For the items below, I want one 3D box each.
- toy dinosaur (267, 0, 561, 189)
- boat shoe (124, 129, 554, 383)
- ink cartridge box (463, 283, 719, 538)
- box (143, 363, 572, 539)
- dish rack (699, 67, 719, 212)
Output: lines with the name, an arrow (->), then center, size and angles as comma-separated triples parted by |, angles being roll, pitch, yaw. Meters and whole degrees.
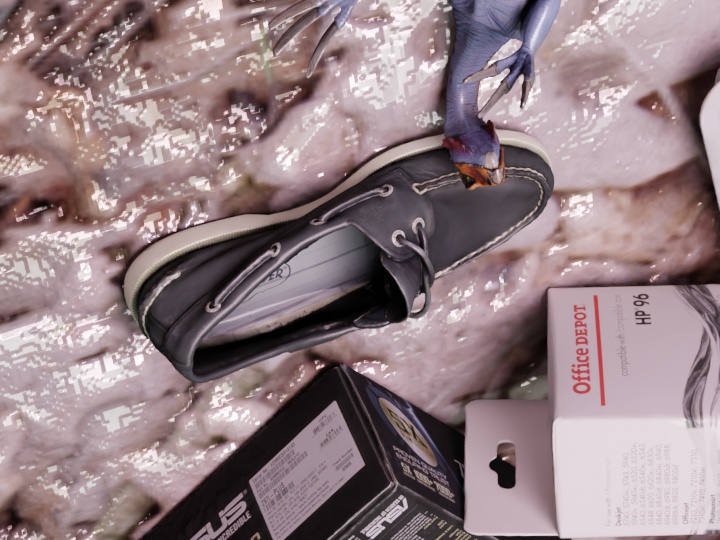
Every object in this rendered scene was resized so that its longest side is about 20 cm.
toy dinosaur -> 0.071, -0.117, 1.025 | 0.200, 0.105, 0.182 | -33, 156, -12
boat shoe -> -0.001, -0.002, 1.099 | 0.199, 0.066, 0.075 | -15, 133, -12
ink cartridge box -> 0.146, 0.062, 1.159 | 0.200, 0.116, 0.068 | -2, 120, 4
box -> -0.015, 0.164, 1.222 | 0.200, 0.086, 0.164 | -43, 132, 16
dish rack -> 0.251, -0.046, 1.167 | 0.171, 0.044, 0.200 | -11, 135, 11
